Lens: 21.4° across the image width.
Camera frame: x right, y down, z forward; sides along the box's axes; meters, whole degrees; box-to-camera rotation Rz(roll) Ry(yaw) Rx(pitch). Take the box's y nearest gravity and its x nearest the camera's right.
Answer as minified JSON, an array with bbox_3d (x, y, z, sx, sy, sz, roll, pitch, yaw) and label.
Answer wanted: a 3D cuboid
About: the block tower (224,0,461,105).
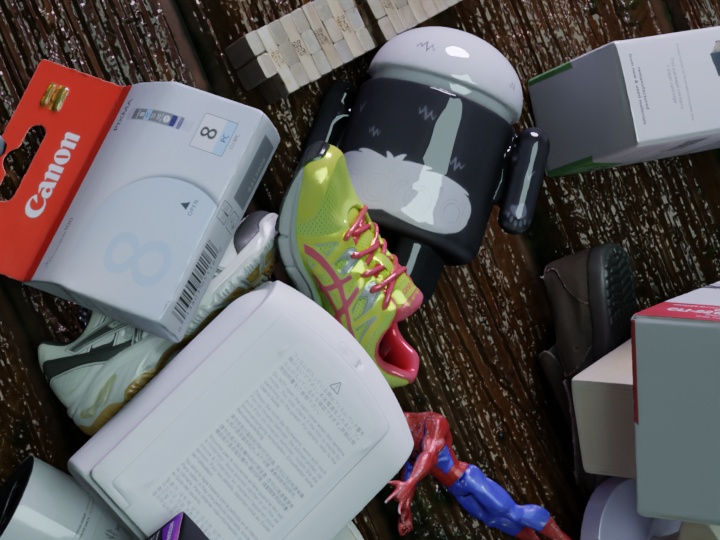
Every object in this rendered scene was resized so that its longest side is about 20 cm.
[{"bbox_3d":[-0.001,-0.190,1.434,0.199,0.058,0.054,-30,96,-21],"label":"block tower"}]

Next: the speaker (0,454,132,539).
[{"bbox_3d":[-0.161,0.206,1.312,0.199,0.081,0.082,30,74,-18],"label":"speaker"}]

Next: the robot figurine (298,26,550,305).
[{"bbox_3d":[0.046,-0.079,1.403,0.150,0.125,0.201,21,81,-21],"label":"robot figurine"}]

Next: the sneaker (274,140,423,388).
[{"bbox_3d":[0.000,0.000,1.317,0.078,0.090,0.201,-57,145,-48],"label":"sneaker"}]

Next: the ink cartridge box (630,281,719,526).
[{"bbox_3d":[0.277,0.086,1.370,0.200,0.083,0.145,-16,106,-53],"label":"ink cartridge box"}]

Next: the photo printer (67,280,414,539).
[{"bbox_3d":[-0.071,0.119,1.270,0.200,0.069,0.167,-45,105,-16],"label":"photo printer"}]

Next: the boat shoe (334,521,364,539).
[{"bbox_3d":[-0.019,0.272,1.376,0.074,0.062,0.201,-15,93,-25],"label":"boat shoe"}]

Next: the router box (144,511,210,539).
[{"bbox_3d":[-0.106,0.273,1.220,0.149,0.051,0.200,-38,107,13],"label":"router box"}]

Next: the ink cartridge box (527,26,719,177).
[{"bbox_3d":[0.255,-0.137,1.487,0.199,0.146,0.085,-11,88,-24],"label":"ink cartridge box"}]

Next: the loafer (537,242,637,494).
[{"bbox_3d":[0.178,0.078,1.484,0.073,0.071,0.201,-9,99,-55],"label":"loafer"}]

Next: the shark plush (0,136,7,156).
[{"bbox_3d":[-0.298,-0.004,1.273,0.200,0.083,0.091,-40,100,-21],"label":"shark plush"}]

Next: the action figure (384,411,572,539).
[{"bbox_3d":[0.070,0.181,1.418,0.200,0.065,0.099,45,59,-13],"label":"action figure"}]

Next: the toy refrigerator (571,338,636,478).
[{"bbox_3d":[0.244,0.085,1.452,0.200,0.070,0.076,-26,112,-47],"label":"toy refrigerator"}]

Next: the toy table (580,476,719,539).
[{"bbox_3d":[0.265,0.239,1.442,0.200,0.117,0.185,41,64,-31],"label":"toy table"}]

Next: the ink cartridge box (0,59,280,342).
[{"bbox_3d":[-0.176,-0.059,1.289,0.199,0.047,0.161,20,75,20],"label":"ink cartridge box"}]

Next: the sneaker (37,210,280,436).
[{"bbox_3d":[-0.140,0.019,1.308,0.200,0.076,0.088,-44,77,-2],"label":"sneaker"}]
